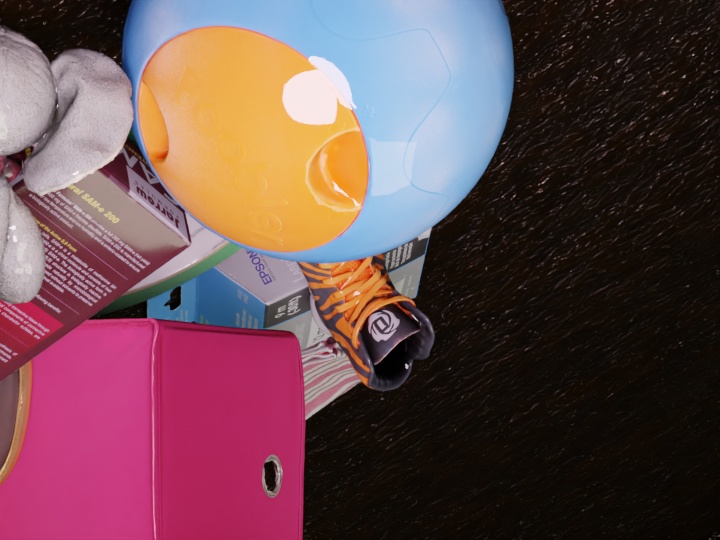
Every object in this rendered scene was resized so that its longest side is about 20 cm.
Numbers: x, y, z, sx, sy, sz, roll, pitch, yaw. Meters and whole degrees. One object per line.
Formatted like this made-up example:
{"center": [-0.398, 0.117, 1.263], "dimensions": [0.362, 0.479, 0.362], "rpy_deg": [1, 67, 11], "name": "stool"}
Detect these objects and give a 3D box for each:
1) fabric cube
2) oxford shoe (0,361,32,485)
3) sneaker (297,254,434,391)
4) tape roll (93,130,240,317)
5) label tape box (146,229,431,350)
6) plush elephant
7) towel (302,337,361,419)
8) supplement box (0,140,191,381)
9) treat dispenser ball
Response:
{"center": [-0.166, 0.131, 1.641], "dimensions": [0.200, 0.197, 0.199], "rpy_deg": [-1, 175, 23], "name": "fabric cube"}
{"center": [-0.260, 0.119, 1.533], "dimensions": [0.200, 0.071, 0.073], "rpy_deg": [-65, 158, 4], "name": "oxford shoe"}
{"center": [0.000, 0.000, 1.697], "dimensions": [0.077, 0.112, 0.200], "rpy_deg": [-33, 134, -6], "name": "sneaker"}
{"center": [-0.128, -0.040, 1.584], "dimensions": [0.200, 0.048, 0.200], "rpy_deg": [-27, 163, -9], "name": "tape roll"}
{"center": [-0.053, 0.012, 1.837], "dimensions": [0.200, 0.066, 0.143], "rpy_deg": [-27, 163, -14], "name": "label tape box"}
{"center": [-0.207, -0.059, 1.252], "dimensions": [0.155, 0.165, 0.200], "rpy_deg": [-64, -158, -5], "name": "plush elephant"}
{"center": [-0.058, 0.106, 2.175], "dimensions": [0.146, 0.030, 0.200], "rpy_deg": [-32, 164, 10], "name": "towel"}
{"center": [-0.208, -0.006, 1.453], "dimensions": [0.200, 0.061, 0.109], "rpy_deg": [-34, 133, 17], "name": "supplement box"}
{"center": [-0.022, -0.104, 1.300], "dimensions": [0.201, 0.201, 0.201], "rpy_deg": [-27, 164, -9], "name": "treat dispenser ball"}
